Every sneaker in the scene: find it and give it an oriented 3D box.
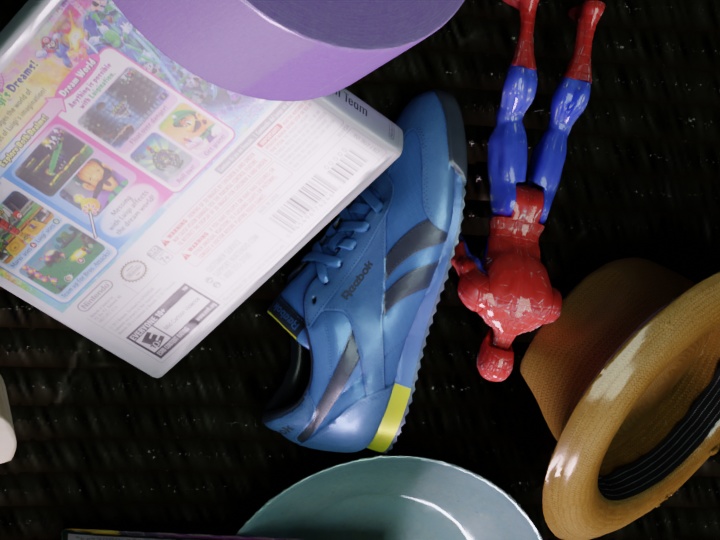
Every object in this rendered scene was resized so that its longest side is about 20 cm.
[{"bbox_3d":[0.000,0.000,1.075,0.078,0.066,0.202,11,105,-17],"label":"sneaker"}]

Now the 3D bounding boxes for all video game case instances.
[{"bbox_3d":[-0.110,-0.050,0.997,0.181,0.024,0.200,33,124,-24],"label":"video game case"}]

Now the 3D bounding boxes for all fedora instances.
[{"bbox_3d":[0.147,0.053,1.111,0.200,0.082,0.201,-36,148,-27],"label":"fedora"}]

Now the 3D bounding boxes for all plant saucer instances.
[{"bbox_3d":[0.009,0.187,1.149,0.199,0.039,0.203,-3,110,-8],"label":"plant saucer"}]

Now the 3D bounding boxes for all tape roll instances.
[{"bbox_3d":[-0.038,-0.182,0.937,0.199,0.065,0.202,16,64,-35],"label":"tape roll"}]

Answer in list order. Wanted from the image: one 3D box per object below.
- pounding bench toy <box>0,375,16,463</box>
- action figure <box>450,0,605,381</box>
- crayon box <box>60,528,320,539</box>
[{"bbox_3d":[-0.276,0.052,0.961,0.156,0.124,0.200,-36,116,6],"label":"pounding bench toy"},{"bbox_3d":[0.077,-0.041,1.093,0.065,0.099,0.202,11,83,-18],"label":"action figure"},{"bbox_3d":[-0.067,0.231,1.100,0.198,0.058,0.174,4,110,-10],"label":"crayon box"}]
